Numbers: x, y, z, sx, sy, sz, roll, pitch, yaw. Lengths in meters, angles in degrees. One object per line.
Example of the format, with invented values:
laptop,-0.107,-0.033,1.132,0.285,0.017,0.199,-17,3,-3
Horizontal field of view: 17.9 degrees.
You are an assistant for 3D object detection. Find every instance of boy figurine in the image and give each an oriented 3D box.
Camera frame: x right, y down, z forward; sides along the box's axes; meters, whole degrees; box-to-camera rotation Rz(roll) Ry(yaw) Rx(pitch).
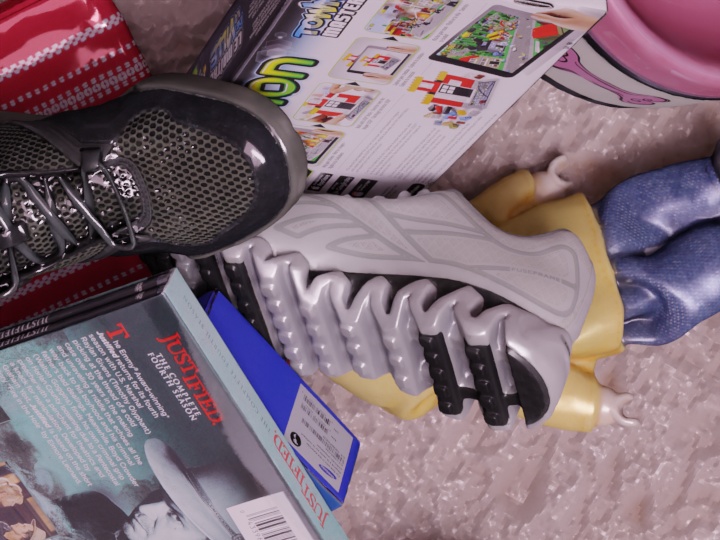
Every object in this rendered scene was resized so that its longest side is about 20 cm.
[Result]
boy figurine,0.080,0.016,0.961,0.200,0.064,0.124,-23,67,8

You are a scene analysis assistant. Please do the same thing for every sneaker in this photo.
sneaker,-0.120,-0.019,0.859,0.199,0.114,0.076,-1,119,28
sneaker,0.000,0.000,0.924,0.200,0.081,0.075,17,146,21

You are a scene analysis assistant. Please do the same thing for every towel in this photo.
towel,-0.132,-0.015,0.972,0.145,0.022,0.200,-25,107,4

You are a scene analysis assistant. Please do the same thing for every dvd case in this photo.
dvd case,-0.124,0.088,0.916,0.200,0.022,0.146,-19,118,25

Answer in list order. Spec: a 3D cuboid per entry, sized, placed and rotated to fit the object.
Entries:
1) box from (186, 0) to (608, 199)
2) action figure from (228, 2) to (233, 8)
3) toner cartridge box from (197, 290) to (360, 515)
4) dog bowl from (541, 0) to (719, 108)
box,0.003,-0.079,0.870,0.110,0.200,0.035,8,69,-18
action figure,-0.027,-0.154,0.895,0.200,0.102,0.119,-6,79,-40
toner cartridge box,-0.107,0.095,0.956,0.200,0.043,0.095,-31,112,29
dog bowl,0.135,-0.156,0.883,0.200,0.074,0.200,-6,105,-25
